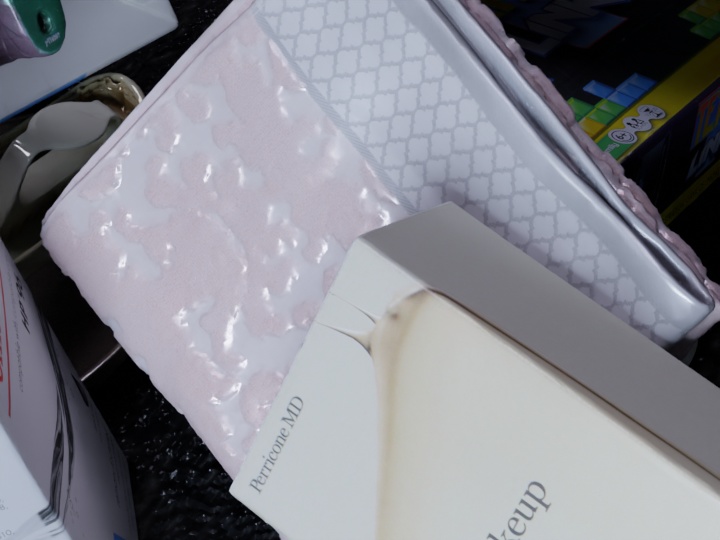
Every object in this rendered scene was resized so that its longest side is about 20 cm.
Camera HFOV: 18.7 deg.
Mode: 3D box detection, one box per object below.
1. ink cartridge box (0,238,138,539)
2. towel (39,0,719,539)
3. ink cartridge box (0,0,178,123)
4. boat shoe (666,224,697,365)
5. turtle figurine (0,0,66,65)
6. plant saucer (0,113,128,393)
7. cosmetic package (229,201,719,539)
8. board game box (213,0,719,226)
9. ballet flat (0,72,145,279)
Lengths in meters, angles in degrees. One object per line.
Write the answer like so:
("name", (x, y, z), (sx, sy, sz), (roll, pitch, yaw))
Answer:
("ink cartridge box", (-0.143, 0.054, 0.776), (0.067, 0.201, 0.117), (-20, 42, 4))
("towel", (0.000, 0.000, 0.748), (0.200, 0.032, 0.191), (50, 119, 12))
("ink cartridge box", (-0.181, -0.101, 0.979), (0.116, 0.068, 0.199), (-33, 14, -30))
("boat shoe", (0.035, -0.015, 0.836), (0.200, 0.061, 0.072), (19, 58, 18))
("turtle figurine", (-0.214, -0.070, 0.836), (0.198, 0.101, 0.151), (-7, 56, 30))
("plant saucer", (-0.164, 0.010, 0.957), (0.198, 0.032, 0.201), (-13, 43, 12))
("cosmetic package", (0.070, 0.078, 0.666), (0.199, 0.104, 0.073), (34, 24, 18))
("board game box", (0.062, -0.078, 0.834), (0.164, 0.057, 0.200), (23, 34, 22))
("ballet flat", (-0.153, -0.022, 0.870), (0.069, 0.070, 0.200), (15, 37, 34))
